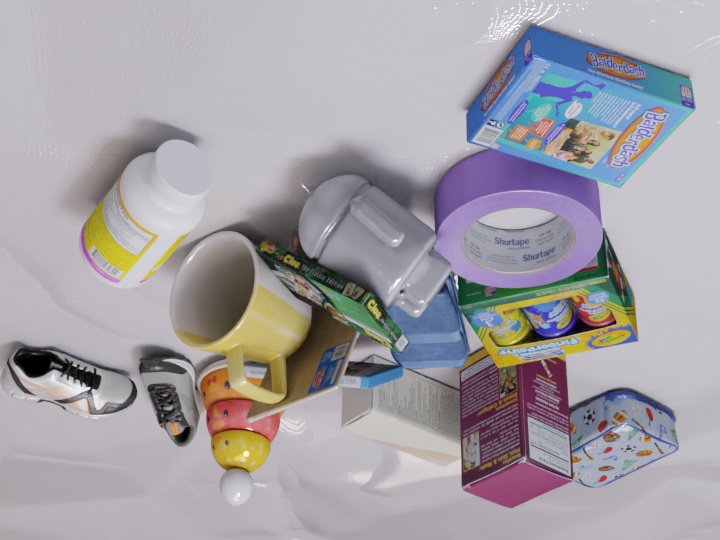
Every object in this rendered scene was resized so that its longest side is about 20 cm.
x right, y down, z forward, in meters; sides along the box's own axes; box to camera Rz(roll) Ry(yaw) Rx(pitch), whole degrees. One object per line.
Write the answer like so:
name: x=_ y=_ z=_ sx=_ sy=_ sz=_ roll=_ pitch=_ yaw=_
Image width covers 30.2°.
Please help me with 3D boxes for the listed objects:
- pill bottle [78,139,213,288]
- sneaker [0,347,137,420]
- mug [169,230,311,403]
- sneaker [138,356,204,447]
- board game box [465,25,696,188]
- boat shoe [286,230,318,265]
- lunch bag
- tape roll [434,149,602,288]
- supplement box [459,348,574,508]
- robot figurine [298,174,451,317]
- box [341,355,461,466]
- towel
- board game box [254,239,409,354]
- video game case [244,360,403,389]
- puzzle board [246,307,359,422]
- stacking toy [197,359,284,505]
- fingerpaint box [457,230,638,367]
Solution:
pill bottle: x=-0.246 y=-0.068 z=1.549 sx=0.103 sy=0.106 sz=0.200 roll=20 pitch=142 yaw=-26
sneaker: x=-0.419 y=0.161 z=1.929 sx=0.197 sy=0.075 sz=0.080 roll=10 pitch=144 yaw=-13
mug: x=-0.144 y=0.065 z=1.691 sx=0.148 sy=0.189 sz=0.153 roll=7 pitch=165 yaw=39
sneaker: x=-0.275 y=0.189 z=1.960 sx=0.073 sy=0.080 sz=0.201 roll=-3 pitch=145 yaw=11
board game box: x=0.233 y=-0.170 z=1.430 sx=0.197 sy=0.046 sz=0.152 roll=15 pitch=144 yaw=-19
boat shoe: x=0.000 y=0.000 z=1.678 sx=0.197 sy=0.077 sz=0.072 roll=17 pitch=149 yaw=-7
lunch bag: x=0.382 y=0.264 z=2.054 sx=0.159 sy=0.077 sz=0.199 roll=24 pitch=140 yaw=-34
tape roll: x=0.186 y=-0.060 z=1.581 sx=0.196 sy=0.067 sz=0.201 roll=0 pitch=147 yaw=0
supplement box: x=0.215 y=0.206 z=1.856 sx=0.102 sy=0.203 sz=0.130 roll=25 pitch=141 yaw=-31
robot figurine: x=0.009 y=-0.033 z=1.547 sx=0.199 sy=0.113 sz=0.170 roll=37 pitch=157 yaw=6
box: x=0.072 y=0.209 z=1.964 sx=0.198 sy=0.096 sz=0.077 roll=25 pitch=140 yaw=-29
towel: x=0.083 y=0.067 z=1.789 sx=0.110 sy=0.049 sz=0.201 roll=-3 pitch=147 yaw=11
board game box: x=-0.035 y=0.029 z=1.569 sx=0.199 sy=0.024 sz=0.105 roll=26 pitch=159 yaw=43
video game case: x=-0.056 y=0.137 z=1.822 sx=0.197 sy=0.018 sz=0.143 roll=3 pitch=-177 yaw=21
puzzle board: x=-0.059 y=0.106 z=1.723 sx=0.149 sy=0.201 sz=0.017 roll=-22 pitch=119 yaw=32
stacking toy: x=-0.169 y=0.240 z=1.920 sx=0.143 sy=0.203 sz=0.147 roll=1 pitch=147 yaw=0
fingerpaint box: x=0.243 y=0.042 z=1.723 sx=0.197 sy=0.074 sz=0.167 roll=-12 pitch=144 yaw=19
